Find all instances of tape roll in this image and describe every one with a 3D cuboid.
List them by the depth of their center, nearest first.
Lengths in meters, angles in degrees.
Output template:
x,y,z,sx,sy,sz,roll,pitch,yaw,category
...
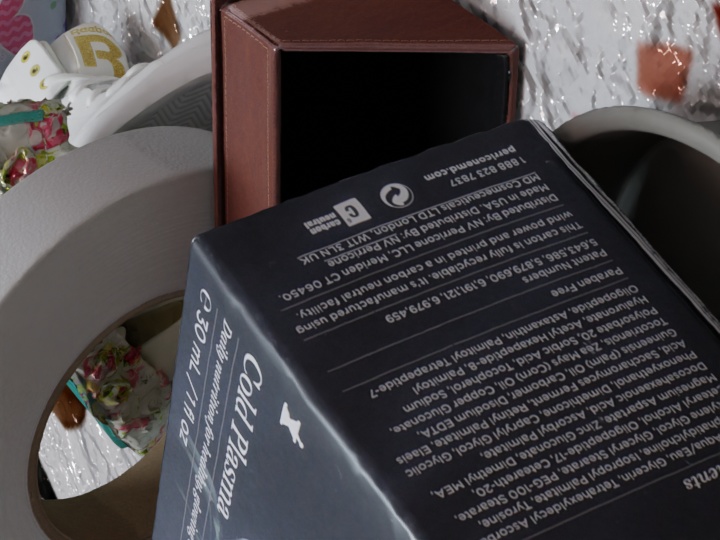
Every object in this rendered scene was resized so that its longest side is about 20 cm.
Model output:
x,y,z,sx,sy,sz,roll,pitch,yaw,category
-0.085,0.046,0.897,0.037,0.203,0.203,33,136,37,tape roll

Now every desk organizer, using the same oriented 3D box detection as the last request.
x,y,z,sx,sy,sz,roll,pitch,yaw,category
0.000,0.000,0.856,0.077,0.072,0.200,40,140,42,desk organizer

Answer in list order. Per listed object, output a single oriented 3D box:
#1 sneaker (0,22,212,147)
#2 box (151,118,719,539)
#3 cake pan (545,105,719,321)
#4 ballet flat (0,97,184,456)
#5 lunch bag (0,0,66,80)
x,y,z,sx,sy,sz,roll,pitch,yaw,category
-0.099,-0.063,0.993,0.200,0.074,0.116,-42,48,41,sneaker
0.040,0.103,0.711,0.197,0.124,0.200,50,147,32,box
0.109,0.046,0.718,0.200,0.037,0.200,40,140,45,cake pan
-0.096,0.006,0.926,0.200,0.064,0.076,59,-169,-54,ballet flat
-0.236,-0.091,1.093,0.127,0.200,0.170,45,144,40,lunch bag
